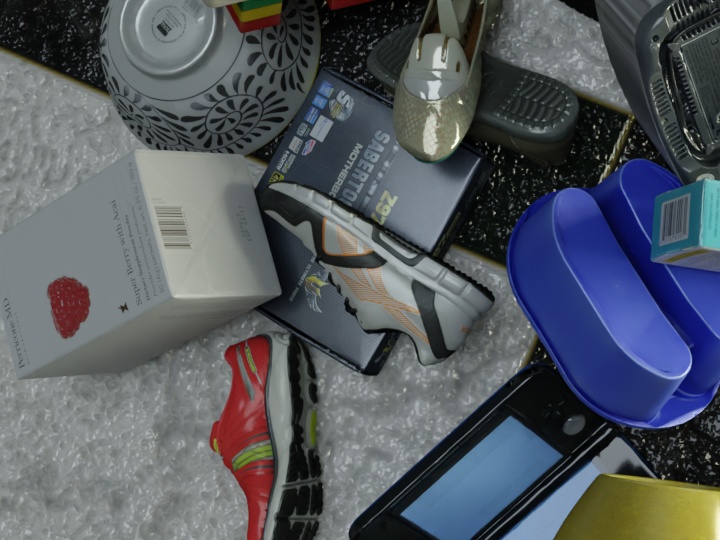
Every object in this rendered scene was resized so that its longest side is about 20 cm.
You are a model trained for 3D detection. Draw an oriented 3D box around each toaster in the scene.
[{"bbox_3d":[0.240,-0.158,1.216,0.113,0.200,0.129,-28,31,1],"label":"toaster"}]

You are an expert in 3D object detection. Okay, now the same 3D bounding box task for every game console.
[{"bbox_3d":[0.124,0.196,1.257,0.200,0.171,0.118,-43,47,8],"label":"game console"}]

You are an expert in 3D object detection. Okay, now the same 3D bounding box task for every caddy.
[{"bbox_3d":[0.196,0.018,1.246,0.141,0.105,0.200,-23,73,-25],"label":"caddy"}]

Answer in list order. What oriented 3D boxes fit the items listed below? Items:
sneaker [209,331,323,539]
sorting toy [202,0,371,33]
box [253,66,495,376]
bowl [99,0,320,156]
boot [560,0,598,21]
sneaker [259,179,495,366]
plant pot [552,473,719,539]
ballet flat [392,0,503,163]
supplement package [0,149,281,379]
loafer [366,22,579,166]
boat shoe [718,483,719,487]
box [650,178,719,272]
[{"bbox_3d":[-0.080,0.150,1.353,0.085,0.077,0.201,-6,71,22],"label":"sneaker"},{"bbox_3d":[-0.064,-0.284,1.351,0.199,0.070,0.199,-17,55,-18],"label":"sorting toy"},{"bbox_3d":[-0.008,-0.039,1.356,0.157,0.051,0.200,31,94,17],"label":"box"},{"bbox_3d":[-0.141,-0.193,1.394,0.200,0.094,0.202,-2,84,17],"label":"bowl"},{"bbox_3d":[0.177,-0.283,1.316,0.200,0.077,0.139,35,90,17],"label":"boot"},{"bbox_3d":[0.000,0.000,1.285,0.200,0.074,0.080,33,96,15],"label":"sneaker"},{"bbox_3d":[0.208,0.218,1.178,0.199,0.200,0.143,6,85,18],"label":"plant pot"},{"bbox_3d":[0.062,-0.173,1.277,0.067,0.062,0.201,2,55,19],"label":"ballet flat"},{"bbox_3d":[-0.183,-0.001,1.335,0.200,0.120,0.122,-27,74,38],"label":"supplement package"},{"bbox_3d":[0.086,-0.131,1.324,0.200,0.070,0.075,32,66,35],"label":"loafer"},{"bbox_3d":[0.315,0.133,1.223,0.072,0.068,0.200,34,96,16],"label":"boat shoe"},{"bbox_3d":[0.312,-0.021,1.186,0.199,0.082,0.049,8,82,-14],"label":"box"}]
